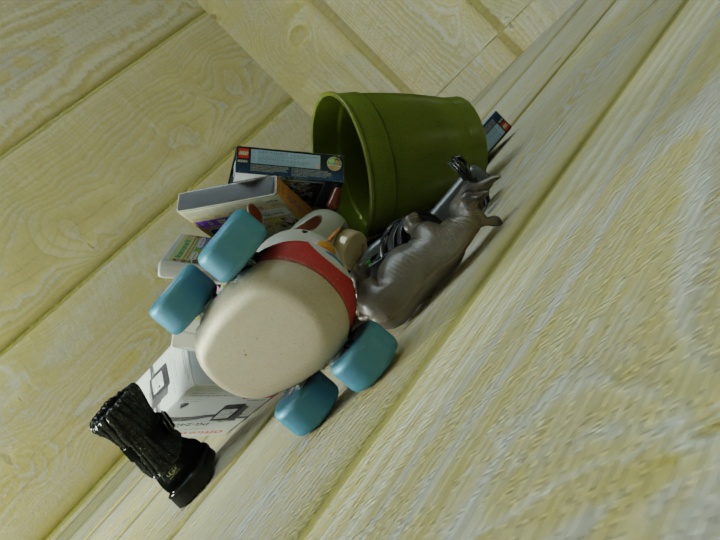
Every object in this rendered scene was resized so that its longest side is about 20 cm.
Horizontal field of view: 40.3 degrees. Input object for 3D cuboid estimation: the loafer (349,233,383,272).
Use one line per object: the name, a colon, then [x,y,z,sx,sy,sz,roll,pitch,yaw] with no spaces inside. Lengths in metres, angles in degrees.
loafer: [0.000,0.000,1.317,0.070,0.068,0.200,-28,-4,-37]

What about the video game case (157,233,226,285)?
video game case: [-0.146,-0.009,1.209,0.200,0.181,0.022,-108,26,-78]

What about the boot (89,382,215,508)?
boot: [-0.267,0.218,1.268,0.079,0.158,0.211,-49,6,-12]

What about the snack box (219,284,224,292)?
snack box: [-0.106,0.027,1.259,0.200,0.142,0.053,-112,32,-79]

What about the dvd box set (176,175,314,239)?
dvd box set: [-0.127,-0.059,1.293,0.146,0.200,0.030,-8,65,23]

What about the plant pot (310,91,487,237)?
plant pot: [0.059,-0.155,1.315,0.192,0.201,0.200,-14,-7,-21]

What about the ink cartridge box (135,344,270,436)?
ink cartridge box: [-0.215,0.162,1.364,0.145,0.084,0.200,4,-31,-35]

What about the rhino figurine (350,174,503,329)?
rhino figurine: [0.068,-0.020,0.961,0.200,0.060,0.087,-45,24,3]

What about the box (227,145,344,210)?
box: [-0.107,-0.102,1.297,0.200,0.136,0.038,128,144,-69]

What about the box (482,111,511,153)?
box: [0.142,-0.159,1.566,0.137,0.038,0.200,-49,6,-32]

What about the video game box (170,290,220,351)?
video game box: [-0.132,0.073,1.259,0.200,0.181,0.047,-80,-2,-81]

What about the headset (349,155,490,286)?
headset: [0.052,-0.040,1.074,0.200,0.094,0.123,-32,3,-8]

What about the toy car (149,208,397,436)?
toy car: [-0.058,0.011,0.925,0.177,0.184,0.200,-42,13,38]

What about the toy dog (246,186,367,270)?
toy dog: [-0.071,-0.051,1.163,0.200,0.131,0.097,-22,-60,-71]

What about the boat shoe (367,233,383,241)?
boat shoe: [0.076,-0.079,1.404,0.076,0.072,0.200,-23,20,46]

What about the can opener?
can opener: [0.073,-0.048,1.153,0.200,0.066,0.053,-46,-8,11]

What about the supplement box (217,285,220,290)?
supplement box: [-0.180,0.061,1.619,0.103,0.200,0.131,-42,7,40]
